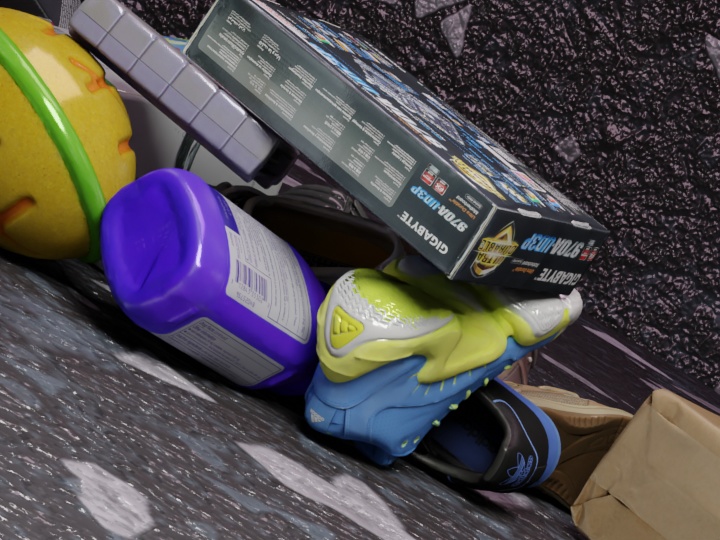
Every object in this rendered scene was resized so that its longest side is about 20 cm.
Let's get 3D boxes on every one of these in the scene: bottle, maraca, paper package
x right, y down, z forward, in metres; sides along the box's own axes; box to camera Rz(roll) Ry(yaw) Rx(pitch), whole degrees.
[{"bbox_3d":[-0.058,0.018,1.136,0.200,0.065,0.084,36,32,-54],"label":"bottle"},{"bbox_3d":[-0.190,-0.086,1.139,0.200,0.107,0.138,48,-26,24],"label":"maraca"},{"bbox_3d":[0.259,0.177,1.275,0.199,0.104,0.190,26,8,-42],"label":"paper package"}]

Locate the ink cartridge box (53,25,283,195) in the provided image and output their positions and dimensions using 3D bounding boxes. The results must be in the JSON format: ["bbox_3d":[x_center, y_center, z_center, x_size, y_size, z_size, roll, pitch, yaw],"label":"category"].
[{"bbox_3d":[-0.161,-0.097,1.426,0.199,0.084,0.146,10,17,-41],"label":"ink cartridge box"}]

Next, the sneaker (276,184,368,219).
[{"bbox_3d":[0.000,0.000,1.352,0.199,0.071,0.099,24,33,23],"label":"sneaker"}]

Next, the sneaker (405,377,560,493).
[{"bbox_3d":[0.022,0.060,1.238,0.199,0.071,0.078,30,8,22],"label":"sneaker"}]

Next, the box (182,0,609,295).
[{"bbox_3d":[0.022,-0.066,1.145,0.200,0.046,0.159,40,14,23],"label":"box"}]

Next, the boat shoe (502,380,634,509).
[{"bbox_3d":[0.118,0.103,1.358,0.199,0.072,0.064,23,10,-47],"label":"boat shoe"}]

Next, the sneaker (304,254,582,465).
[{"bbox_3d":[0.036,0.044,1.166,0.199,0.106,0.076,-3,37,-48],"label":"sneaker"}]

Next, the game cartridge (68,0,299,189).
[{"bbox_3d":[-0.096,-0.098,1.203,0.129,0.039,0.200,36,2,1],"label":"game cartridge"}]

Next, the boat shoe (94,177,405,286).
[{"bbox_3d":[-0.069,-0.021,1.221,0.198,0.071,0.070,16,-30,8],"label":"boat shoe"}]

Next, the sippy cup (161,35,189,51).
[{"bbox_3d":[-0.166,-0.123,1.651,0.129,0.141,0.177,14,-26,-31],"label":"sippy cup"}]

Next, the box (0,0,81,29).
[{"bbox_3d":[-0.279,-0.228,1.515,0.121,0.107,0.200,-5,-25,11],"label":"box"}]

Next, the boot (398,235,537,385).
[{"bbox_3d":[0.075,0.036,1.404,0.070,0.148,0.200,-9,-5,17],"label":"boot"}]
